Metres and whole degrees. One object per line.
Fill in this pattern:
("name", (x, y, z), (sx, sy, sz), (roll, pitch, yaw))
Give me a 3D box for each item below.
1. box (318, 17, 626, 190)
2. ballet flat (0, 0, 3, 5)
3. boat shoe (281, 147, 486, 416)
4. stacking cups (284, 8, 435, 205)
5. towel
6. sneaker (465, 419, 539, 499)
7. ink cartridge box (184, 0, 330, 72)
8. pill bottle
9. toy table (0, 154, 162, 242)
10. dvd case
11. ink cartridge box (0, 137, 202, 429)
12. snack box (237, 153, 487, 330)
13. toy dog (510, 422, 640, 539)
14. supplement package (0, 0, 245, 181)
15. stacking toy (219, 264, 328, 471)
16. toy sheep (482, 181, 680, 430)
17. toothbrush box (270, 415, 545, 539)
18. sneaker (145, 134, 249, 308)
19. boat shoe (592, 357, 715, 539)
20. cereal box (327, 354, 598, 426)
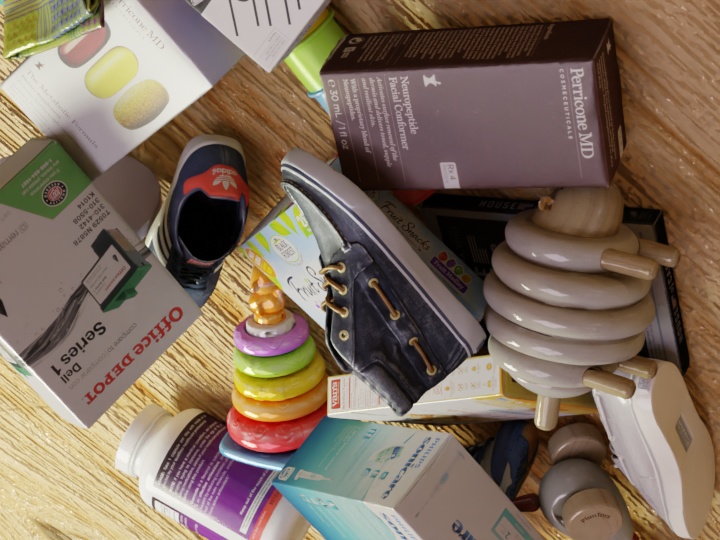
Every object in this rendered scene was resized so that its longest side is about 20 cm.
("box", (0.080, -0.114, 1.086), (0.200, 0.075, 0.100), (-1, 122, 20))
("ballet flat", (-0.308, -0.257, 1.291), (0.200, 0.067, 0.070), (26, 163, 14))
("boat shoe", (-0.005, 0.010, 1.102), (0.200, 0.091, 0.071), (47, 170, -6))
("stacking cups", (-0.009, -0.133, 1.176), (0.060, 0.061, 0.200), (-20, 114, 46))
("towel", (-0.243, -0.269, 1.162), (0.144, 0.023, 0.200), (-8, 86, 49))
("sneaker", (0.100, 0.194, 1.396), (0.088, 0.075, 0.200), (29, 139, 11))
("ink cartridge box", (-0.038, -0.242, 1.061), (0.094, 0.044, 0.200), (40, 121, -2))
("pill bottle", (-0.146, 0.215, 1.568), (0.200, 0.112, 0.113), (27, 139, 13))
("toy table", (-0.281, -0.026, 1.406), (0.200, 0.184, 0.117), (0, 147, -6))
("dvd case", (0.154, 0.010, 1.221), (0.200, 0.025, 0.150), (6, 130, 32))
("ink cartridge box", (-0.251, 0.011, 1.278), (0.200, 0.146, 0.084), (51, 162, -23))
("snack box", (0.000, 0.000, 1.244), (0.169, 0.068, 0.200), (43, 160, -7))
("toy dog", (0.191, 0.231, 1.336), (0.096, 0.132, 0.200), (-18, 110, 12))
("supplement package", (-0.176, -0.175, 1.223), (0.114, 0.110, 0.200), (48, 139, -12))
("stacking toy", (-0.078, 0.077, 1.411), (0.110, 0.116, 0.200), (10, 122, 31))
("toy sheep", (0.153, 0.026, 1.117), (0.138, 0.138, 0.200), (16, 107, 24))
("toothbrush box", (0.039, 0.208, 1.322), (0.146, 0.085, 0.200), (49, 156, -22))
("sneaker", (-0.144, -0.019, 1.335), (0.075, 0.085, 0.200), (2, 133, -16))
("boat shoe", (0.234, 0.144, 1.239), (0.068, 0.072, 0.200), (9, 147, 36))
("cereal box", (0.090, 0.102, 1.274), (0.144, 0.040, 0.200), (10, 164, -42))
